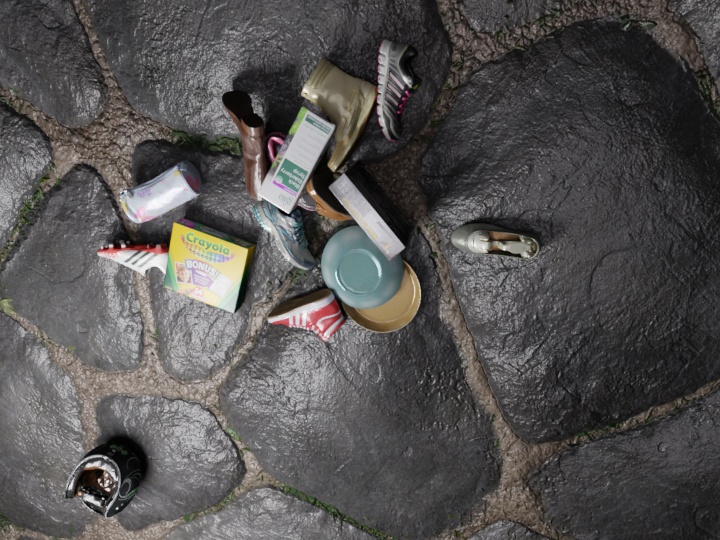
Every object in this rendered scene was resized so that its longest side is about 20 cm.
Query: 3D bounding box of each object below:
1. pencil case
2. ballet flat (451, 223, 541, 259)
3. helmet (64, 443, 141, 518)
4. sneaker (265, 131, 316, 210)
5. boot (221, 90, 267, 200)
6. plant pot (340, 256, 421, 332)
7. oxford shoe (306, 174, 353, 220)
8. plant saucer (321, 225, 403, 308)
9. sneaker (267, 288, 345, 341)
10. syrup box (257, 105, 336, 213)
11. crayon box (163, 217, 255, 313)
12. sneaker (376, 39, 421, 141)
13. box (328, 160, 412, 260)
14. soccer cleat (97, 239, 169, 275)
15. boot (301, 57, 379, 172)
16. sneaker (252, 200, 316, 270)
[{"bbox_3d":[-0.472,-0.187,1.384,0.197,0.084,0.091,-20,126,17],"label":"pencil case"},{"bbox_3d":[0.295,-0.063,1.273,0.195,0.064,0.069,6,110,10],"label":"ballet flat"},{"bbox_3d":[-0.718,0.594,1.650,0.195,0.191,0.205,1,77,-3],"label":"helmet"},{"bbox_3d":[-0.148,-0.218,1.292,0.079,0.095,0.201,-38,100,-4],"label":"sneaker"},{"bbox_3d":[-0.256,-0.278,1.317,0.063,0.188,0.202,-17,139,-18],"label":"boot"},{"bbox_3d":[0.047,0.049,1.385,0.195,0.028,0.205,4,108,11],"label":"plant pot"},{"bbox_3d":[-0.073,-0.146,1.262,0.070,0.200,0.073,-13,71,19],"label":"oxford shoe"},{"bbox_3d":[0.000,0.000,1.343,0.196,0.039,0.205,4,109,10],"label":"plant saucer"},{"bbox_3d":[-0.130,0.123,1.426,0.197,0.072,0.114,-17,115,28],"label":"sneaker"},{"bbox_3d":[-0.129,-0.226,1.201,0.078,0.082,0.202,29,100,-5],"label":"syrup box"},{"bbox_3d":[-0.374,-0.012,1.437,0.196,0.058,0.176,19,112,5],"label":"crayon box"},{"bbox_3d":[0.083,-0.371,1.207,0.086,0.074,0.205,4,105,17],"label":"sneaker"},{"bbox_3d":[0.028,-0.132,1.256,0.048,0.159,0.201,-38,99,21],"label":"box"},{"bbox_3d":[-0.569,-0.029,1.470,0.195,0.069,0.087,0,105,7],"label":"soccer cleat"},{"bbox_3d":[-0.063,-0.332,1.253,0.153,0.073,0.202,29,110,1],"label":"boot"},{"bbox_3d":[-0.162,-0.091,1.356,0.086,0.078,0.201,-37,98,17],"label":"sneaker"}]
